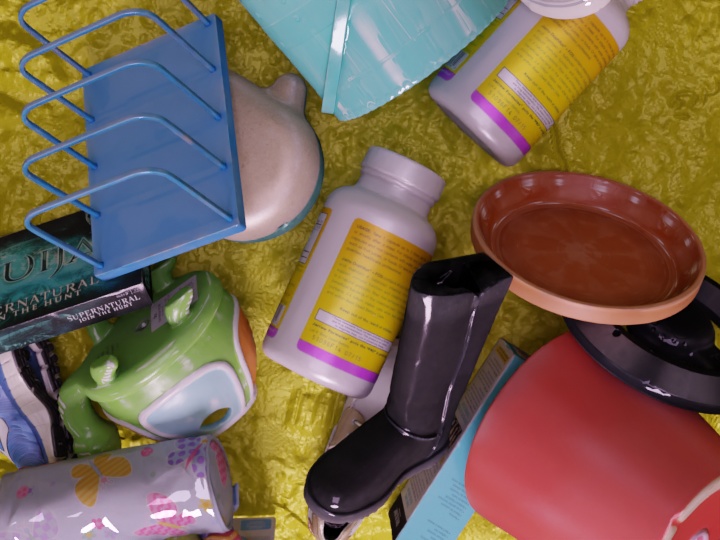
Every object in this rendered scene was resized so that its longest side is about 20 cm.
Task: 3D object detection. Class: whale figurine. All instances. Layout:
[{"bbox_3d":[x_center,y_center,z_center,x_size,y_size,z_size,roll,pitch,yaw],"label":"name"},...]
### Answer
[{"bbox_3d":[-0.111,-0.117,1.039,0.159,0.104,0.201,-35,73,7],"label":"whale figurine"}]

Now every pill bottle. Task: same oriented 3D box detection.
[{"bbox_3d":[0.000,0.000,1.027,0.104,0.104,0.201,25,88,-4],"label":"pill bottle"},{"bbox_3d":[0.159,-0.194,1.019,0.104,0.104,0.200,42,95,-6],"label":"pill bottle"}]

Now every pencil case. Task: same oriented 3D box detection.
[{"bbox_3d":[-0.205,0.197,0.998,0.198,0.084,0.091,-13,131,5],"label":"pencil case"}]

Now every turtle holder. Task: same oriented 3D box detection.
[{"bbox_3d":[-0.171,0.093,1.028,0.186,0.141,0.132,-49,118,-20],"label":"turtle holder"}]

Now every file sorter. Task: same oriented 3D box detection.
[{"bbox_3d":[-0.189,-0.120,0.943,0.138,0.123,0.202,-18,65,20],"label":"file sorter"}]

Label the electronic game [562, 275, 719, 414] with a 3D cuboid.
[{"bbox_3d":[0.263,0.049,1.013,0.198,0.201,0.042,17,124,-4],"label":"electronic game"}]

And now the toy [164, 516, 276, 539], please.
[{"bbox_3d":[-0.134,0.247,1.018,0.114,0.200,0.048,-1,110,-1],"label":"toy"}]

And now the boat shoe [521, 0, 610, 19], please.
[{"bbox_3d":[0.132,-0.274,0.965,0.072,0.201,0.068,-41,138,10],"label":"boat shoe"}]

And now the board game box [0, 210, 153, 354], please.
[{"bbox_3d":[-0.279,0.009,1.023,0.198,0.136,0.028,-18,130,0],"label":"board game box"}]

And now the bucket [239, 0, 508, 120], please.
[{"bbox_3d":[0.013,-0.227,0.966,0.206,0.207,0.135,-36,105,3],"label":"bucket"}]

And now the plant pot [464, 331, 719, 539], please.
[{"bbox_3d":[0.216,0.175,0.990,0.199,0.177,0.202,-25,133,-29],"label":"plant pot"}]

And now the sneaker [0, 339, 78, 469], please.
[{"bbox_3d":[-0.301,0.141,1.075,0.088,0.079,0.202,-15,103,22],"label":"sneaker"}]

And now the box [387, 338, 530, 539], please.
[{"bbox_3d":[0.099,0.164,1.075,0.049,0.082,0.201,31,96,-6],"label":"box"}]

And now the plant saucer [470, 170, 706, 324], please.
[{"bbox_3d":[0.190,-0.018,1.006,0.198,0.201,0.033,7,125,-2],"label":"plant saucer"}]

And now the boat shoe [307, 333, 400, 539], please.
[{"bbox_3d":[0.008,0.157,1.078,0.074,0.068,0.202,19,96,-3],"label":"boat shoe"}]

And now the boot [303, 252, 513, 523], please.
[{"bbox_3d":[0.035,0.092,0.950,0.065,0.164,0.201,37,130,23],"label":"boot"}]
